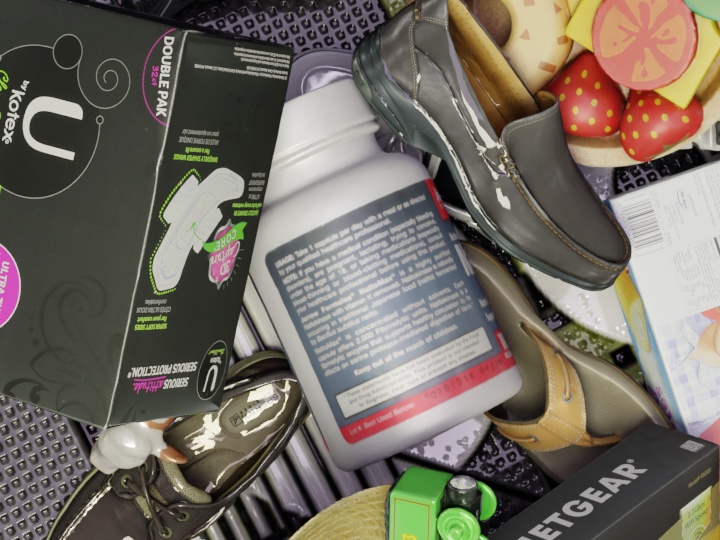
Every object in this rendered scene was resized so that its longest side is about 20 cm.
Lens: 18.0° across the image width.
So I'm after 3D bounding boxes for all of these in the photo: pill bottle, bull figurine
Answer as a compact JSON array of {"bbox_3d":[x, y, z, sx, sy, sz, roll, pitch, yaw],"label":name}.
[{"bbox_3d":[0.000,0.000,1.288,0.119,0.120,0.201,-24,89,-5],"label":"pill bottle"},{"bbox_3d":[-0.113,0.015,1.292,0.065,0.121,0.202,10,104,-7],"label":"bull figurine"}]

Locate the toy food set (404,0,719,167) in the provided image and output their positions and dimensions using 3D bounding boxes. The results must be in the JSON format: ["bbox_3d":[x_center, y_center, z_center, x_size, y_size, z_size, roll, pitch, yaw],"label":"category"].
[{"bbox_3d":[0.133,-0.158,1.291,0.199,0.049,0.199,33,111,12],"label":"toy food set"}]

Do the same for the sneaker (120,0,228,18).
[{"bbox_3d":[-0.047,-0.193,1.346,0.199,0.080,0.087,-36,100,0],"label":"sneaker"}]

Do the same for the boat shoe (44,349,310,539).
[{"bbox_3d":[-0.109,0.119,1.326,0.200,0.065,0.073,-45,90,-6],"label":"boat shoe"}]

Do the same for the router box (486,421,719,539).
[{"bbox_3d":[0.127,0.198,1.264,0.199,0.052,0.159,-29,124,-42],"label":"router box"}]

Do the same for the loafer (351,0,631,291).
[{"bbox_3d":[0.085,-0.071,1.273,0.200,0.073,0.072,43,129,-11],"label":"loafer"}]

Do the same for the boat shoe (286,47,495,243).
[{"bbox_3d":[0.042,-0.076,1.349,0.199,0.065,0.074,25,85,-3],"label":"boat shoe"}]

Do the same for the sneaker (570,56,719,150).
[{"bbox_3d":[0.177,-0.104,1.364,0.198,0.090,0.067,1,103,20],"label":"sneaker"}]

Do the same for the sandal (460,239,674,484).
[{"bbox_3d":[0.100,0.066,1.339,0.200,0.054,0.080,45,113,1],"label":"sandal"}]

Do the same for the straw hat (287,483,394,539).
[{"bbox_3d":[-0.038,0.187,1.191,0.200,0.085,0.203,-21,121,-38],"label":"straw hat"}]

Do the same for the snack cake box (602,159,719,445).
[{"bbox_3d":[0.225,0.036,1.357,0.114,0.067,0.202,-18,88,-7],"label":"snack cake box"}]

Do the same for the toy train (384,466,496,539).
[{"bbox_3d":[0.036,0.191,1.161,0.056,0.042,0.202,10,116,17],"label":"toy train"}]

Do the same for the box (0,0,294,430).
[{"bbox_3d":[-0.140,-0.036,1.178,0.147,0.124,0.202,15,96,24],"label":"box"}]
